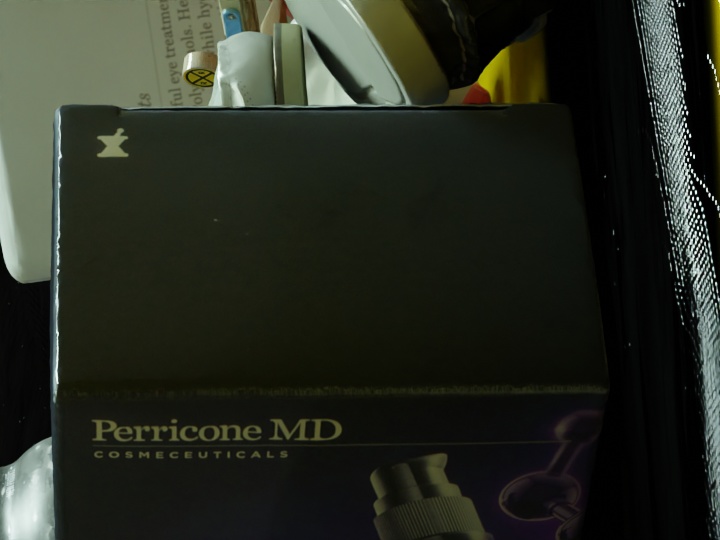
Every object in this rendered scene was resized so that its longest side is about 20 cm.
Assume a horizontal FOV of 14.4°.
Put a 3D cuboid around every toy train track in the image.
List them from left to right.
[{"bbox_3d":[-0.050,-0.068,0.998,0.200,0.032,0.115,84,-170,-61],"label":"toy train track"}]

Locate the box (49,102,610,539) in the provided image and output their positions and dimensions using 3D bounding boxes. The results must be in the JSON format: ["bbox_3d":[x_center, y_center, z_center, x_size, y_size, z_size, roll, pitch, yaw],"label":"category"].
[{"bbox_3d":[-0.015,0.055,0.816,0.201,0.147,0.105,93,174,-49],"label":"box"}]

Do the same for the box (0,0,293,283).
[{"bbox_3d":[-0.069,-0.124,1.169,0.200,0.170,0.200,-96,-2,-74],"label":"box"}]

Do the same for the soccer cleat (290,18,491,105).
[{"bbox_3d":[0.000,0.000,1.019,0.077,0.069,0.201,31,128,35],"label":"soccer cleat"}]

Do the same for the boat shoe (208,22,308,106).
[{"bbox_3d":[-0.053,0.004,0.946,0.075,0.068,0.201,-90,6,-49],"label":"boat shoe"}]

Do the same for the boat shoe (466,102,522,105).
[{"bbox_3d":[0.016,0.023,0.916,0.200,0.068,0.072,96,172,-57],"label":"boat shoe"}]

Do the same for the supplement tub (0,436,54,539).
[{"bbox_3d":[-0.065,0.125,1.147,0.123,0.198,0.124,179,90,-86],"label":"supplement tub"}]

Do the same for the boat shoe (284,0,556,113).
[{"bbox_3d":[0.010,-0.093,0.871,0.074,0.060,0.200,58,176,-12],"label":"boat shoe"}]

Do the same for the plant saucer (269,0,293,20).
[{"bbox_3d":[-0.045,-0.166,0.971,0.037,0.199,0.200,-53,9,-16],"label":"plant saucer"}]
